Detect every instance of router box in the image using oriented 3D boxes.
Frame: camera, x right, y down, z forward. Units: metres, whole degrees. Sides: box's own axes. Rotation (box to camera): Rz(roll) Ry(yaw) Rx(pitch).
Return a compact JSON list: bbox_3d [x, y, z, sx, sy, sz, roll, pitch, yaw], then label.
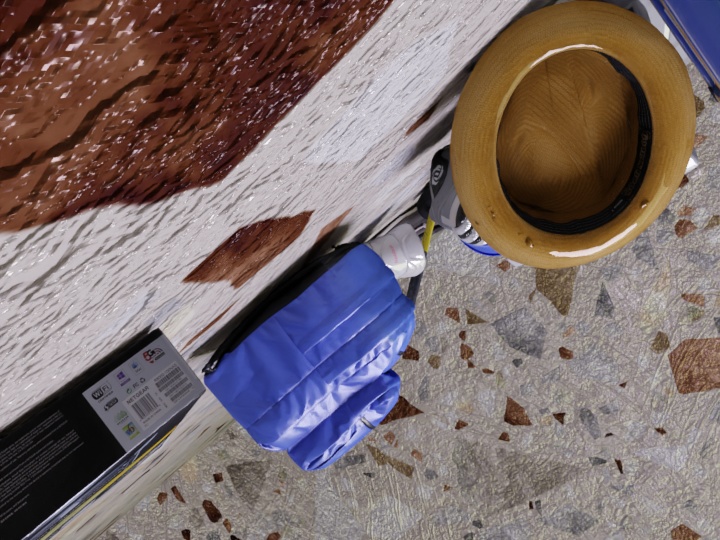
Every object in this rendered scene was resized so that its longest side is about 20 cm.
[{"bbox_3d":[-0.201,0.136,0.471,0.199,0.052,0.157,-39,176,-35],"label":"router box"}]

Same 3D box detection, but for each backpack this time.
[{"bbox_3d":[-0.030,0.080,0.763,0.200,0.168,0.163,-44,-177,1],"label":"backpack"}]

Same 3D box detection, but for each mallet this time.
[{"bbox_3d":[0.080,-0.026,0.988,0.066,0.040,0.204,141,-30,-68],"label":"mallet"}]

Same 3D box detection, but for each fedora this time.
[{"bbox_3d":[0.154,-0.105,0.580,0.200,0.200,0.082,-42,-157,16],"label":"fedora"}]

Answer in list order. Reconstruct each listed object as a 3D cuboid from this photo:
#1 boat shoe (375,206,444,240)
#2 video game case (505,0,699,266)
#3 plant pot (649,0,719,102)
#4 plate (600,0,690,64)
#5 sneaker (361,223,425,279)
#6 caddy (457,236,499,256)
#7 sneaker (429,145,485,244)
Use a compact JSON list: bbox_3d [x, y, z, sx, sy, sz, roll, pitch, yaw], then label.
[{"bbox_3d":[0.072,-0.051,1.100,0.199,0.057,0.067,-39,176,-35],"label":"boat shoe"},{"bbox_3d":[0.199,-0.126,0.692,0.181,0.022,0.204,-33,-138,37],"label":"video game case"},{"bbox_3d":[0.313,-0.228,0.553,0.178,0.202,0.200,-36,179,24],"label":"plant pot"},{"bbox_3d":[0.326,-0.264,0.788,0.199,0.032,0.201,-41,147,-10],"label":"plate"},{"bbox_3d":[0.000,0.000,0.957,0.097,0.080,0.200,-17,168,-25],"label":"sneaker"},{"bbox_3d":[0.215,-0.102,1.072,0.196,0.145,0.105,-15,170,21],"label":"caddy"},{"bbox_3d":[0.120,-0.126,0.693,0.202,0.074,0.115,-57,-154,-3],"label":"sneaker"}]
